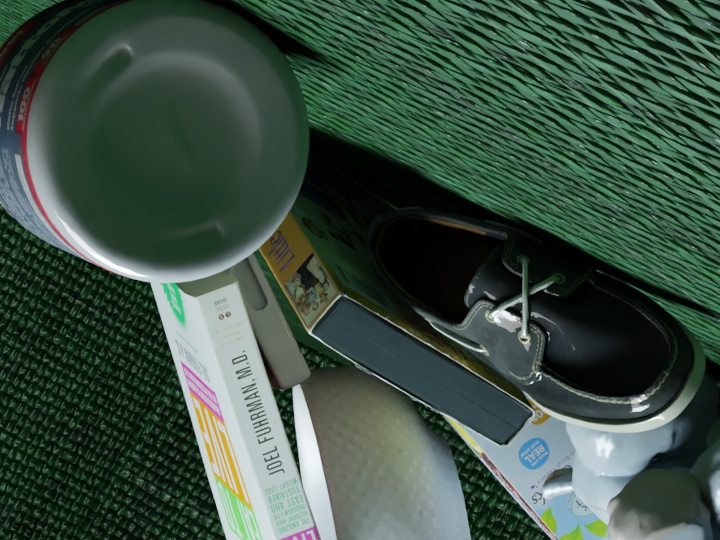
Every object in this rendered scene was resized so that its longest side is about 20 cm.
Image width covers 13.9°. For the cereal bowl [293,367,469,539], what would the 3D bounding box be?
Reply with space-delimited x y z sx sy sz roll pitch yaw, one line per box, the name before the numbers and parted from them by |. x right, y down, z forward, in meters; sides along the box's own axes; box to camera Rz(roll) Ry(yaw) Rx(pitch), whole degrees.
cereal bowl | 0.017 0.151 1.768 0.083 0.200 0.200 -11 180 -6

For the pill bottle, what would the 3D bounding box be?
pill bottle | -0.106 -0.062 1.300 0.120 0.120 0.200 30 176 -18

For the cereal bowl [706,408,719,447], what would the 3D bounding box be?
cereal bowl | 0.239 0.155 1.719 0.200 0.083 0.200 53 180 0

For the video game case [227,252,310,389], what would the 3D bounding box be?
video game case | -0.086 -0.018 1.752 0.182 0.024 0.200 65 173 -3

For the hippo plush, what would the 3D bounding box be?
hippo plush | 0.188 0.119 1.573 0.161 0.159 0.200 -115 11 -49

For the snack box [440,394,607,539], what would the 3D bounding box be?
snack box | 0.087 0.080 1.745 0.200 0.068 0.169 50 180 8

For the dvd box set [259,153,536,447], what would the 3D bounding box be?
dvd box set | 0.000 0.000 1.538 0.146 0.029 0.200 31 -164 -36

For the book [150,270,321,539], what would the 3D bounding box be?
book | -0.064 0.089 1.681 0.134 0.048 0.200 -144 36 -72

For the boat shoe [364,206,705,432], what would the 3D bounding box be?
boat shoe | 0.080 0.021 1.418 0.200 0.072 0.068 29 178 44
